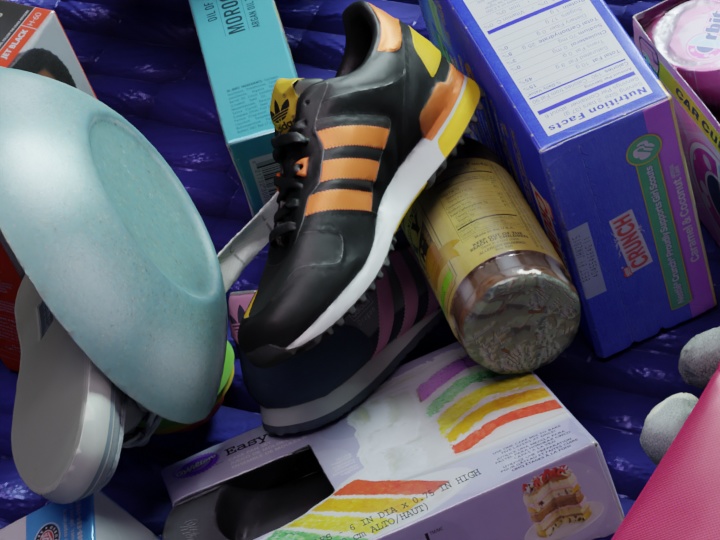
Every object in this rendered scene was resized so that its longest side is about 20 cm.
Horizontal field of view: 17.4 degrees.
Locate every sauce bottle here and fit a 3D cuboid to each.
[{"bbox_3d":[0.054,-0.026,1.197,0.065,0.065,0.200,-21,35,-2],"label":"sauce bottle"}]

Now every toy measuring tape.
[{"bbox_3d":[-0.077,0.025,1.254,0.074,0.074,0.200,33,69,35],"label":"toy measuring tape"}]

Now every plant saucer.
[{"bbox_3d":[-0.114,-0.022,1.139,0.039,0.201,0.201,-32,46,15],"label":"plant saucer"}]

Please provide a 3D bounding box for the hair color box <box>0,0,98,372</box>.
[{"bbox_3d":[-0.176,-0.038,1.254,0.061,0.200,0.102,15,56,31],"label":"hair color box"}]

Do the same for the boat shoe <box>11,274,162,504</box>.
[{"bbox_3d":[-0.124,0.048,1.146,0.070,0.071,0.201,-53,25,22],"label":"boat shoe"}]

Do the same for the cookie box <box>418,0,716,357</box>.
[{"bbox_3d":[0.102,-0.083,1.234,0.075,0.171,0.200,-24,49,-3],"label":"cookie box"}]

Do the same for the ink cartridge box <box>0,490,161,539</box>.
[{"bbox_3d":[-0.185,0.201,1.120,0.200,0.068,0.115,-28,43,19],"label":"ink cartridge box"}]

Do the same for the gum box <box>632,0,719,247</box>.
[{"bbox_3d":[0.219,-0.046,1.206,0.066,0.114,0.200,-25,49,-6],"label":"gum box"}]

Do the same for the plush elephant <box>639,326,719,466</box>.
[{"bbox_3d":[0.238,0.030,1.051,0.164,0.200,0.155,27,64,10],"label":"plush elephant"}]

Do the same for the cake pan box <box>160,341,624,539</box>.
[{"bbox_3d":[0.006,0.110,1.126,0.200,0.052,0.184,-23,17,-4],"label":"cake pan box"}]

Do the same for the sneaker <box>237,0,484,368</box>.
[{"bbox_3d":[-0.021,-0.045,1.134,0.070,0.090,0.200,-25,26,54],"label":"sneaker"}]

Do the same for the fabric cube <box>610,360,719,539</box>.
[{"bbox_3d":[0.195,0.193,0.955,0.196,0.200,0.199,17,55,29],"label":"fabric cube"}]

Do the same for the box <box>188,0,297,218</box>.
[{"bbox_3d":[-0.064,-0.120,1.373,0.049,0.082,0.200,-16,49,0],"label":"box"}]

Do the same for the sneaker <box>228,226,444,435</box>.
[{"bbox_3d":[0.000,0.000,1.222,0.070,0.082,0.200,-8,25,34],"label":"sneaker"}]
